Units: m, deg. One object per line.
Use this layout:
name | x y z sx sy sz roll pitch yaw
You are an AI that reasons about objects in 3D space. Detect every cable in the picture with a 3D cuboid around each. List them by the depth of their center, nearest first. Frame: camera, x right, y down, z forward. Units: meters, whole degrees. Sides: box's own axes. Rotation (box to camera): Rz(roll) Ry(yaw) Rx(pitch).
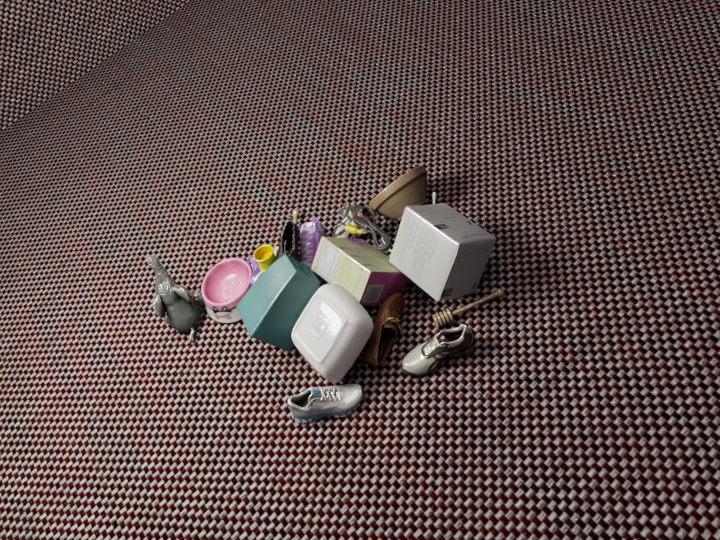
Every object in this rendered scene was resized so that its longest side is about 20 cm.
cable | 0.033 -0.114 1.735 0.096 0.051 0.199 -38 51 -17

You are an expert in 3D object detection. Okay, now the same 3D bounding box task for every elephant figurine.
elephant figurine | -0.545 0.079 1.778 0.151 0.202 0.144 11 58 26

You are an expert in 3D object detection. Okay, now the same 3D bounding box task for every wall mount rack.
wall mount rack | 0.144 -0.125 1.702 0.199 0.173 0.075 -38 92 -32

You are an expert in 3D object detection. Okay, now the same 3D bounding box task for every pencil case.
pencil case | -0.137 -0.052 1.808 0.082 0.086 0.205 10 52 -21

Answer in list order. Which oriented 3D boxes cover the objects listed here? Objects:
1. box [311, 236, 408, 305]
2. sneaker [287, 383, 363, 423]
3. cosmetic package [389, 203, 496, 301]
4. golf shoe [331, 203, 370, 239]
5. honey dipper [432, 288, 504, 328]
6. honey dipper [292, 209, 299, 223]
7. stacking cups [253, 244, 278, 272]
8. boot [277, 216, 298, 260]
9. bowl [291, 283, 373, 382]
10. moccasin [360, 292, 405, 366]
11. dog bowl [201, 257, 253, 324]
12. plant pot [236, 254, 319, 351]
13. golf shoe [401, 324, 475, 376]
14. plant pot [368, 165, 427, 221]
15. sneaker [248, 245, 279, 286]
box | 0.000 0.000 1.652 0.198 0.173 0.099 36 112 34
sneaker | -0.088 0.317 1.517 0.194 0.088 0.076 -18 49 4
cosmetic package | 0.209 -0.052 1.596 0.162 0.169 0.199 -10 37 -42
golf shoe | -0.025 -0.117 1.824 0.092 0.078 0.205 1 56 20
honey dipper | 0.280 0.094 1.589 0.195 0.038 0.039 -22 50 -3
honey dipper | -0.204 -0.109 1.894 0.037 0.038 0.205 -7 54 13
stacking cups | -0.230 0.021 1.710 0.059 0.203 0.062 -12 43 12
boot | -0.204 -0.047 1.724 0.067 0.174 0.207 1 96 -5
bowl | -0.084 0.147 1.533 0.200 0.074 0.202 41 102 38
moccasin | 0.069 0.150 1.583 0.076 0.074 0.204 -1 50 47
dog bowl | -0.382 0.051 1.826 0.194 0.075 0.205 -9 52 12
plant pot | -0.205 0.076 1.638 0.202 0.140 0.142 -54 40 11
golf shoe | 0.184 0.188 1.517 0.196 0.089 0.078 -26 51 1
plant pot | 0.127 -0.209 1.798 0.198 0.201 0.094 -33 87 -7
sneaker | -0.290 -0.006 1.787 0.081 0.083 0.201 10 29 0
